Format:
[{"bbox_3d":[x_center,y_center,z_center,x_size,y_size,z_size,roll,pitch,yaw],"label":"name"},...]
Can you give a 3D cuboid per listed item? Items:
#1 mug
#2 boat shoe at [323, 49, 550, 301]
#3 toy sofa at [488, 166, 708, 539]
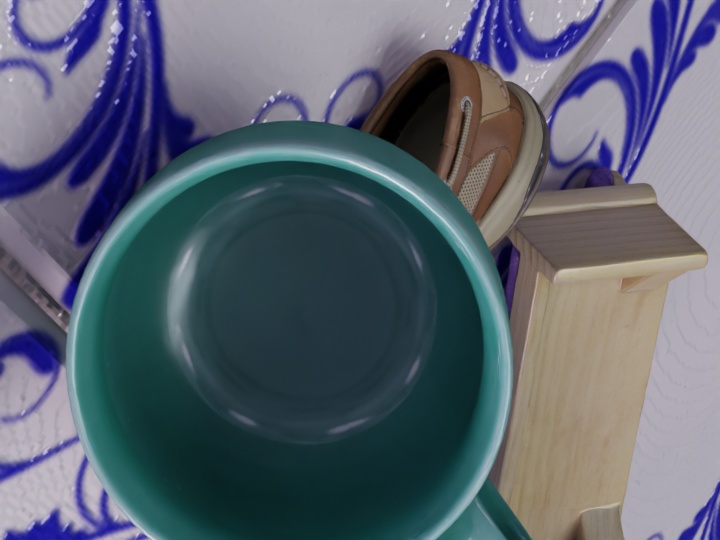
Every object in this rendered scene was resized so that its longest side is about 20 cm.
[{"bbox_3d":[-0.020,0.038,0.753,0.114,0.151,0.186,-89,170,-79],"label":"mug"},{"bbox_3d":[0.000,0.000,0.845,0.074,0.076,0.201,36,78,-49],"label":"boat shoe"},{"bbox_3d":[0.092,0.054,1.005,0.082,0.098,0.201,-6,123,-22],"label":"toy sofa"}]
